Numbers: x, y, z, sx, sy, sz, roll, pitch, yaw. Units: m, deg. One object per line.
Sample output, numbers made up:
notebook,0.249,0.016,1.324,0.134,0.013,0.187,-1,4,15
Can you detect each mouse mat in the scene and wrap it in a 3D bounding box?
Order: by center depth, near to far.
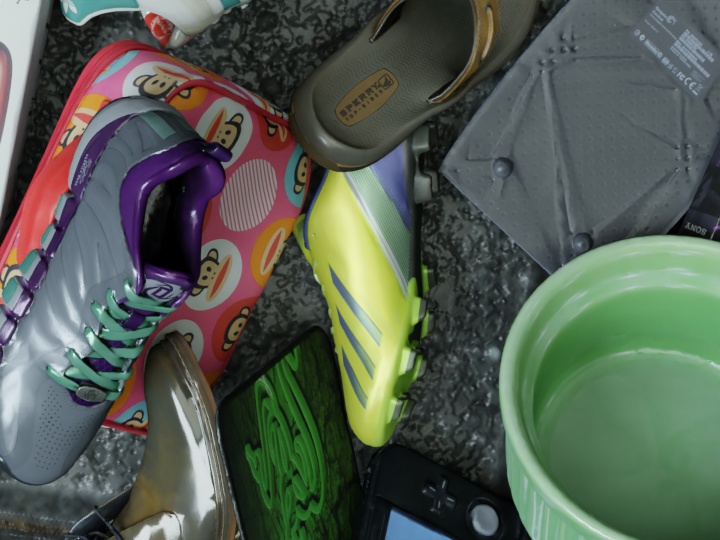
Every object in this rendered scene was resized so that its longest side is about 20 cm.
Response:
mouse mat,-0.027,0.144,1.031,0.007,0.161,0.201,-9,102,22

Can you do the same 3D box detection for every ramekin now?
ramekin,0.172,0.090,1.028,0.199,0.098,0.201,1,56,-1

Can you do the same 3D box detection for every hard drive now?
hard drive,0.151,-0.094,1.091,0.135,0.042,0.200,42,87,-9

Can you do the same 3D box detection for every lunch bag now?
lunch bag,-0.121,-0.015,0.993,0.082,0.176,0.201,28,93,30

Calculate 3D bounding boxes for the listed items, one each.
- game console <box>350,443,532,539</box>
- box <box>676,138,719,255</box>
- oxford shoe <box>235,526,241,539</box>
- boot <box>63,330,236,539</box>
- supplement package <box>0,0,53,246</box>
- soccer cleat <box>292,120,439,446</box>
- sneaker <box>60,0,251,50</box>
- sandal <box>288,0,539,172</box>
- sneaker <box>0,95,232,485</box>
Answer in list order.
game console,0.086,0.199,1.023,0.175,0.116,0.201,30,53,-23
box,0.284,-0.079,1.092,0.142,0.036,0.201,21,96,-27
oxford shoe,-0.123,0.155,1.066,0.199,0.070,0.075,-11,93,-18
boot,-0.117,0.136,0.983,0.096,0.075,0.201,-11,104,-18
supplement package,-0.228,-0.116,1.002,0.113,0.110,0.201,10,94,-8
soccer cleat,0.000,0.000,1.075,0.083,0.065,0.201,4,96,10
sneaker,-0.080,-0.171,1.025,0.199,0.070,0.094,-6,129,-40
sandal,0.037,-0.134,1.033,0.082,0.055,0.200,45,62,4
sneaker,-0.123,0.018,0.888,0.074,0.087,0.201,14,100,-36
